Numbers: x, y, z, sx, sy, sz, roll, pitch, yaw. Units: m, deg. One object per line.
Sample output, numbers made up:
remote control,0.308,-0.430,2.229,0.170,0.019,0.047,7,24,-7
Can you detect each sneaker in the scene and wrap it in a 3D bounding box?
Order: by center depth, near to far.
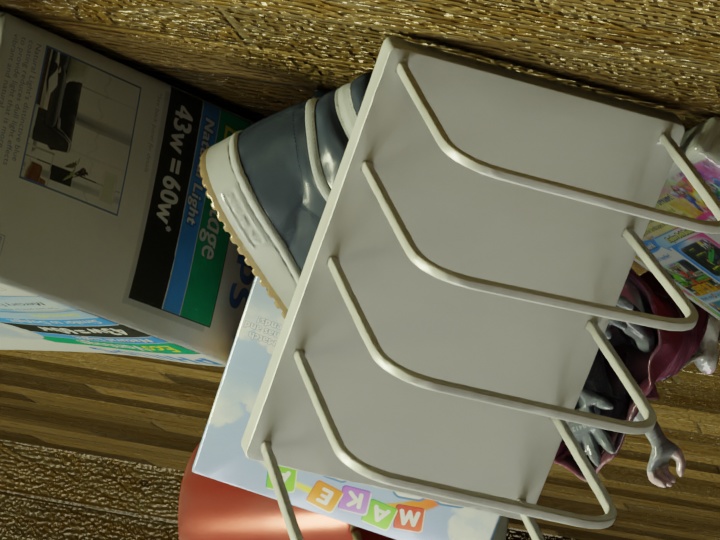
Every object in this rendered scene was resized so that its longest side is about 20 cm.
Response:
sneaker,0.025,0.004,1.321,0.108,0.200,0.070,-31,-167,20

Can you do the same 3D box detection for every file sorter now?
file sorter,0.054,0.029,1.234,0.139,0.200,0.125,14,-160,-18

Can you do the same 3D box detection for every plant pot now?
plant pot,-0.048,0.237,2.794,0.177,0.201,0.200,-7,163,30

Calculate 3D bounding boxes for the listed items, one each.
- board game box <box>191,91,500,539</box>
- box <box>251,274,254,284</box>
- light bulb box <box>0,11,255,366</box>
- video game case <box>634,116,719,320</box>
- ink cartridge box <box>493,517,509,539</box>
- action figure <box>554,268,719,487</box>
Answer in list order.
board game box,0.019,0.031,1.393,0.151,0.200,0.037,18,-153,-1
box,0.000,0.000,1.547,0.103,0.095,0.200,3,168,44
light bulb box,-0.178,-0.037,1.442,0.198,0.125,0.200,2,166,43
video game case,0.201,0.003,1.363,0.182,0.024,0.200,35,168,-6
ink cartridge box,0.059,0.353,3.273,0.145,0.200,0.145,14,171,-31
action figure,0.145,0.036,1.580,0.149,0.134,0.200,45,-154,9
